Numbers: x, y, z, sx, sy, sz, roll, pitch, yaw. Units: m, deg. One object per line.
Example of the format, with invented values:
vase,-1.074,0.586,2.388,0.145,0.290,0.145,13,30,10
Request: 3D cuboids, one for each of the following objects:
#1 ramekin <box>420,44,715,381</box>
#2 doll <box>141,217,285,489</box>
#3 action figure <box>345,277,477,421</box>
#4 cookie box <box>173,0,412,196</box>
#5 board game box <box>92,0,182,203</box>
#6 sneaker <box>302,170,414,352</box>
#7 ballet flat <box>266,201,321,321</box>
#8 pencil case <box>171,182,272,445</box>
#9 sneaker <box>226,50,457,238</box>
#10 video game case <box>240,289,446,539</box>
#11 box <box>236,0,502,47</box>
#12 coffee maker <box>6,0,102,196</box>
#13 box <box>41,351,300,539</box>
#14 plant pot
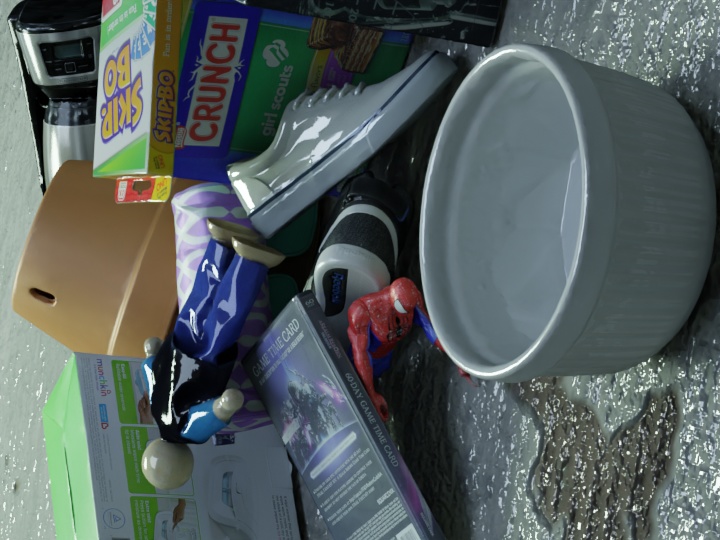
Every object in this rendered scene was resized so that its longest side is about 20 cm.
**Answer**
ramekin,0.127,-0.030,1.375,0.200,0.104,0.202,-24,63,61
doll,-0.117,0.069,1.678,0.136,0.048,0.201,35,107,51
action figure,0.019,0.080,1.617,0.099,0.065,0.200,56,151,22
cookie box,-0.077,-0.153,1.717,0.075,0.199,0.172,57,134,51
board game box,-0.159,-0.150,1.637,0.095,0.030,0.202,1,90,60
sneaker,0.000,0.000,1.697,0.200,0.073,0.112,114,177,-61
ballet flat,-0.065,-0.001,1.833,0.072,0.067,0.202,131,137,-78
pencil case,-0.098,0.030,1.755,0.084,0.085,0.202,153,113,-70
sneaker,-0.020,-0.105,1.660,0.200,0.073,0.071,-38,91,20
video game case,-0.015,0.127,1.628,0.201,0.019,0.143,62,154,11
box,0.006,-0.276,1.582,0.124,0.195,0.202,36,116,59
coffee maker,-0.256,-0.156,2.095,0.192,0.134,0.202,-148,48,-63
box,-0.149,0.176,1.821,0.097,0.175,0.201,-54,39,46
plant pot,-0.207,-0.007,1.929,0.200,0.139,0.201,-159,90,-89
